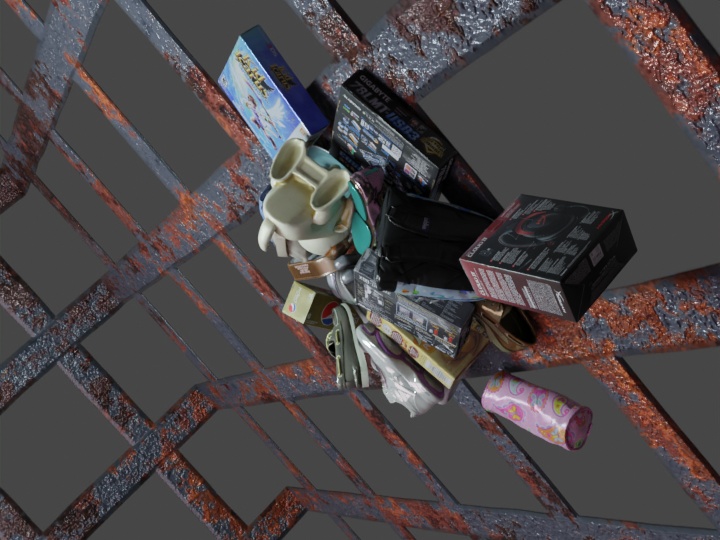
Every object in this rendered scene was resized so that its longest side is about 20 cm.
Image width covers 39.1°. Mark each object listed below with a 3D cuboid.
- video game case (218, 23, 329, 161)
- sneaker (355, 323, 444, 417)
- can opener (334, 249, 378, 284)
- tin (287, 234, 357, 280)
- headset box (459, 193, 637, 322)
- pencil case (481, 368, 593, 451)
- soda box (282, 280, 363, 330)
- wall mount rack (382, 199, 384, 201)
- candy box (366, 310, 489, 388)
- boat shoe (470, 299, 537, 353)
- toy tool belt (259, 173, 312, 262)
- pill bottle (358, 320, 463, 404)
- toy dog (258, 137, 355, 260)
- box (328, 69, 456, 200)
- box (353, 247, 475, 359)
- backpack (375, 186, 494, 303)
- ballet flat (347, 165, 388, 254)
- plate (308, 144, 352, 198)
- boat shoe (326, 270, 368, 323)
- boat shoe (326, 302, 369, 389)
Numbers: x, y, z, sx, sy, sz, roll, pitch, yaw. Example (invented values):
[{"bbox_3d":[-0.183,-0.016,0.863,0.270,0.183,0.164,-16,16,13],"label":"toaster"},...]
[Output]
[{"bbox_3d":[-0.151,-0.283,1.701,0.200,0.045,0.181,54,155,0],"label":"video game case"},{"bbox_3d":[0.055,0.183,1.828,0.200,0.075,0.100,46,119,4],"label":"sneaker"},{"bbox_3d":[0.000,0.000,1.792,0.067,0.200,0.054,-30,81,24],"label":"can opener"},{"bbox_3d":[-0.065,-0.028,1.918,0.200,0.112,0.042,-8,111,61],"label":"tin"},{"bbox_3d":[0.243,-0.023,1.366,0.199,0.149,0.075,15,142,48],"label":"headset box"},{"bbox_3d":[0.307,0.241,1.770,0.199,0.087,0.088,21,146,45],"label":"pencil case"},{"bbox_3d":[-0.060,0.078,2.004,0.064,0.068,0.200,25,-175,37],"label":"soda box"},{"bbox_3d":[0.094,-0.026,1.708,0.173,0.075,0.201,-6,130,31],"label":"wall mount rack"},{"bbox_3d":[0.122,0.099,1.801,0.200,0.115,0.055,41,155,12],"label":"candy box"},{"bbox_3d":[0.217,0.053,1.638,0.200,0.076,0.074,46,152,-21],"label":"boat shoe"},{"bbox_3d":[-0.138,-0.112,1.828,0.122,0.125,0.200,25,149,24],"label":"toy tool belt"},{"bbox_3d":[0.096,0.161,1.909,0.199,0.111,0.111,27,152,13],"label":"pill bottle"},{"bbox_3d":[-0.072,-0.089,1.673,0.139,0.195,0.200,26,171,22],"label":"toy dog"},{"bbox_3d":[0.044,-0.183,1.564,0.200,0.050,0.199,42,159,12],"label":"box"},{"bbox_3d":[0.085,0.056,1.658,0.199,0.050,0.158,29,161,13],"label":"box"},{"bbox_3d":[0.129,-0.025,1.528,0.199,0.164,0.154,4,161,6],"label":"backpack"},{"bbox_3d":[0.022,-0.094,1.601,0.069,0.071,0.200,55,165,29],"label":"ballet flat"},{"bbox_3d":[-0.038,-0.146,1.789,0.200,0.026,0.201,36,154,21],"label":"plate"},{"bbox_3d":[0.017,0.056,1.956,0.086,0.075,0.202,6,141,48],"label":"boat shoe"},{"bbox_3d":[-0.032,0.138,1.878,0.202,0.060,0.072,-108,9,-47],"label":"boat shoe"}]
